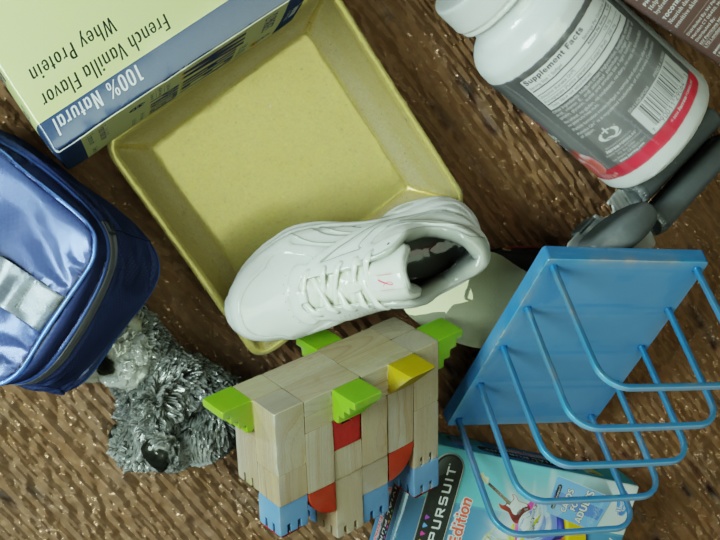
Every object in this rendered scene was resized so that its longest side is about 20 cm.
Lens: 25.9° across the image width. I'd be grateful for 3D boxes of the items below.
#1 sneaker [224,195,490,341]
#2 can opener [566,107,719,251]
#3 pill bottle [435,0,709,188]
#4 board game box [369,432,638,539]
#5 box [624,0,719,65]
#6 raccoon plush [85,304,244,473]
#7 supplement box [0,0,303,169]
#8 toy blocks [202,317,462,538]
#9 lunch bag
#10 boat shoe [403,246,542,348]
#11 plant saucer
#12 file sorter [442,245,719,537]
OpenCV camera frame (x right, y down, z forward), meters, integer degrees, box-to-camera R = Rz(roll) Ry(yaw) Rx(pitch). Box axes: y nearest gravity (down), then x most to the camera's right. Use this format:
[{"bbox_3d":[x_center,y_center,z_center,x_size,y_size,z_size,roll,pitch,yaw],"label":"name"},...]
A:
[{"bbox_3d":[0.000,0.000,1.100,0.199,0.099,0.078,-21,103,-7],"label":"sneaker"},{"bbox_3d":[0.229,-0.054,1.200,0.200,0.066,0.053,-44,104,-31],"label":"can opener"},{"bbox_3d":[0.154,-0.161,1.160,0.200,0.111,0.111,38,89,-20],"label":"pill bottle"},{"bbox_3d":[0.109,0.220,1.262,0.198,0.047,0.152,13,97,-19],"label":"board game box"},{"bbox_3d":[0.203,-0.244,1.129,0.199,0.100,0.075,34,122,-6],"label":"box"},{"bbox_3d":[-0.122,0.064,1.151,0.199,0.096,0.135,-13,102,-40],"label":"raccoon plush"},{"bbox_3d":[-0.168,-0.207,1.018,0.199,0.134,0.201,-34,94,-7],"label":"supplement box"},{"bbox_3d":[-0.015,0.127,1.135,0.199,0.100,0.138,-21,123,-34],"label":"toy blocks"},{"bbox_3d":[-0.248,-0.019,1.026,0.199,0.132,0.136,34,90,14],"label":"lunch bag"},{"bbox_3d":[0.117,0.019,1.212,0.200,0.063,0.074,1,100,-20],"label":"boat shoe"},{"bbox_3d":[-0.055,-0.074,1.149,0.199,0.048,0.201,-36,109,-6],"label":"plant saucer"},{"bbox_3d":[0.172,0.094,1.156,0.138,0.123,0.201,1,140,-24],"label":"file sorter"}]
